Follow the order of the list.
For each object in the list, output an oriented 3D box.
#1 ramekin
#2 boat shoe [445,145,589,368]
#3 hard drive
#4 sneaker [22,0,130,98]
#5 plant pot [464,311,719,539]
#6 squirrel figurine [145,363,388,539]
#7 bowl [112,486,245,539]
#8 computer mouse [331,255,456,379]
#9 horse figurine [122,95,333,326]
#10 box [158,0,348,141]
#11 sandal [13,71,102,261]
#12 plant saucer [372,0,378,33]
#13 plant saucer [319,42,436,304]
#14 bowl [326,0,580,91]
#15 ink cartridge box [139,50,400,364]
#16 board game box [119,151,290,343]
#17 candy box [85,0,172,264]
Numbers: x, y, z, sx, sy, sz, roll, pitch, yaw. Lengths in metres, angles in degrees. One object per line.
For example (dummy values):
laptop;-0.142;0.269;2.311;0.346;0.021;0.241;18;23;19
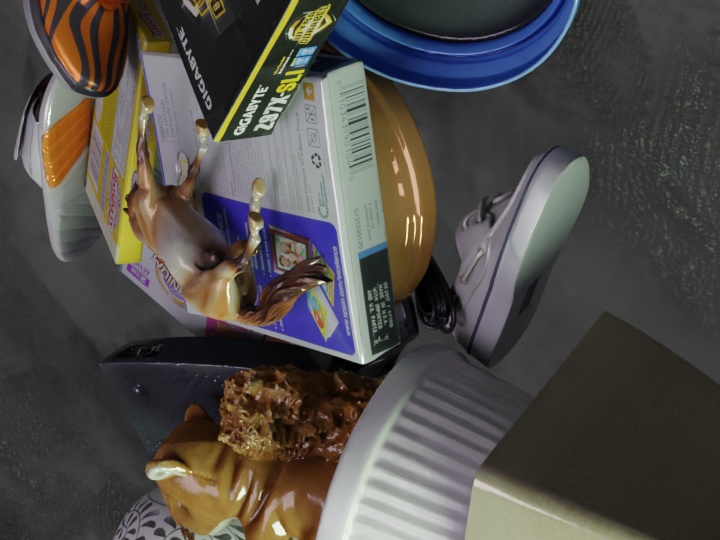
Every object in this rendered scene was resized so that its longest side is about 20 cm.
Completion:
ramekin;0.061;0.159;1.605;0.105;0.200;0.200;21;130;20
boat shoe;0.096;-0.018;1.579;0.066;0.072;0.200;37;145;16
hard drive;-0.089;0.105;1.813;0.200;0.042;0.135;2;138;27
sneaker;-0.181;-0.229;1.673;0.112;0.078;0.200;-20;73;48
plant pot;0.186;0.181;1.534;0.177;0.200;0.200;21;130;20
squirrel figurine;-0.057;0.137;1.717;0.187;0.142;0.200;20;127;14
bowl;-0.111;0.207;1.876;0.201;0.201;0.094;8;98;43
computer mouse;0.000;0.000;1.679;0.200;0.046;0.141;141;114;-66
horse figurine;-0.103;-0.025;1.577;0.200;0.050;0.133;45;138;30
box;-0.082;-0.207;1.474;0.160;0.049;0.200;-53;53;52
sandal;-0.241;-0.095;1.867;0.059;0.079;0.207;31;136;25
plant saucer;-0.053;-0.218;1.608;0.201;0.039;0.201;27;133;33
plant saucer;-0.028;-0.063;1.606;0.200;0.037;0.200;29;130;42
bowl;0.044;-0.203;1.473;0.200;0.039;0.201;13;135;13
ink cartridge box;-0.061;-0.051;1.587;0.200;0.043;0.198;13;118;47
board game box;-0.104;-0.031;1.797;0.153;0.040;0.200;40;138;20
candy box;-0.176;-0.114;1.781;0.102;0.026;0.200;-121;33;-46
